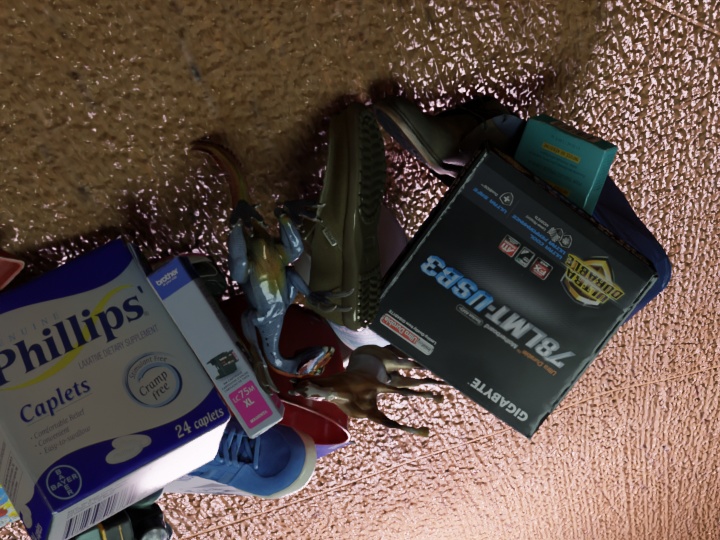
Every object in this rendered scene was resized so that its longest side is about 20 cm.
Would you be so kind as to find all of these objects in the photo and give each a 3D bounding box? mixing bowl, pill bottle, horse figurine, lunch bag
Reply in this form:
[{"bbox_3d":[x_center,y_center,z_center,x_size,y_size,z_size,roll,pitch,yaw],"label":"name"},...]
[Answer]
[{"bbox_3d":[-0.094,0.090,1.785,0.198,0.109,0.200,12,164,3],"label":"mixing bowl"},{"bbox_3d":[0.000,0.000,1.758,0.110,0.111,0.200,-27,153,3],"label":"pill bottle"},{"bbox_3d":[0.024,0.103,1.716,0.200,0.131,0.050,-44,142,-64],"label":"horse figurine"},{"bbox_3d":[0.191,-0.024,1.792,0.136,0.201,0.132,-45,165,31],"label":"lunch bag"}]

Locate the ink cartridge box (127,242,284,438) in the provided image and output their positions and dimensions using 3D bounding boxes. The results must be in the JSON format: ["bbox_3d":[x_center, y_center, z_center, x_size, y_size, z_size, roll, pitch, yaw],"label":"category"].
[{"bbox_3d":[-0.135,0.052,1.614,0.042,0.201,0.119,-35,-179,-2],"label":"ink cartridge box"}]

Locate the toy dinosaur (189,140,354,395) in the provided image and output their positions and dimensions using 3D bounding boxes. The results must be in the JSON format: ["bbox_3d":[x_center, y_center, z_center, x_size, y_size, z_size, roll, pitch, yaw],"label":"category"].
[{"bbox_3d":[-0.071,0.008,1.592,0.104,0.201,0.182,-15,145,-18],"label":"toy dinosaur"}]

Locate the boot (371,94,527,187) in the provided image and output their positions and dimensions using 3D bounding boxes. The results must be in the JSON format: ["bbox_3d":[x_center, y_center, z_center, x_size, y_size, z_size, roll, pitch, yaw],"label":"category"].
[{"bbox_3d":[0.086,-0.135,1.666,0.097,0.075,0.200,-51,145,2],"label":"boot"}]

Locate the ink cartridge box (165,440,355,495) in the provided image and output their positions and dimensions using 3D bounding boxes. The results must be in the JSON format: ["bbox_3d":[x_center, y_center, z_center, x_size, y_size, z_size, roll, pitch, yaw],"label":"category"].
[{"bbox_3d":[-0.126,0.214,1.984,0.198,0.041,0.200,2,166,-17],"label":"ink cartridge box"}]

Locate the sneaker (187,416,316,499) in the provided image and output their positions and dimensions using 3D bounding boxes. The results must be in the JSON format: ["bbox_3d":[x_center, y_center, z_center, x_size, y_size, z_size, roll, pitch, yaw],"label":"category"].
[{"bbox_3d":[-0.143,0.170,1.762,0.199,0.078,0.111,8,173,42],"label":"sneaker"}]

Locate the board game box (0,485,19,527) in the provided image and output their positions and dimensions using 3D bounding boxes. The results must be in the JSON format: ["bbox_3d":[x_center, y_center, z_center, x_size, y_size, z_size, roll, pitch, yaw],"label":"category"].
[{"bbox_3d":[-0.348,0.153,1.742,0.104,0.104,0.200,-23,153,-4],"label":"board game box"}]

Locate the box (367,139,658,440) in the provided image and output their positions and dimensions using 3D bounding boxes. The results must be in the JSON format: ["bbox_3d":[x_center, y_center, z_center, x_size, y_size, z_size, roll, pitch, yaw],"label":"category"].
[{"bbox_3d":[0.133,0.019,1.659,0.199,0.199,0.050,-53,-172,13],"label":"box"}]

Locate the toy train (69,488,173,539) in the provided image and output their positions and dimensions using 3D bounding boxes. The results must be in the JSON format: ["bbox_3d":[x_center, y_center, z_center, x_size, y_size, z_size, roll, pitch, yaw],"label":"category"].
[{"bbox_3d":[-0.268,0.230,1.856,0.113,0.200,0.086,-20,125,-21],"label":"toy train"}]

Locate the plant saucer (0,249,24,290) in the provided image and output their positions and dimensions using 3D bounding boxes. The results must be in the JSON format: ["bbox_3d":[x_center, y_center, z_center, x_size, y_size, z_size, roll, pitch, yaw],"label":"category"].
[{"bbox_3d":[-0.417,0.024,1.532,0.200,0.037,0.199,-40,150,28],"label":"plant saucer"}]

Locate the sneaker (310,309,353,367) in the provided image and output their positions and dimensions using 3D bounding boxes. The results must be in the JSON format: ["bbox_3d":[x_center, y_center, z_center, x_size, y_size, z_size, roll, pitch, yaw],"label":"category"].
[{"bbox_3d":[0.010,0.069,1.924,0.199,0.075,0.106,-31,150,9],"label":"sneaker"}]

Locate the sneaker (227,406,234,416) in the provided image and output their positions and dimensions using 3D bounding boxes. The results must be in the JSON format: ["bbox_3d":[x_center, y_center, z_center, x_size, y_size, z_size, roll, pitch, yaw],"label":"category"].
[{"bbox_3d":[-0.116,0.144,1.951,0.075,0.080,0.199,-14,163,33],"label":"sneaker"}]

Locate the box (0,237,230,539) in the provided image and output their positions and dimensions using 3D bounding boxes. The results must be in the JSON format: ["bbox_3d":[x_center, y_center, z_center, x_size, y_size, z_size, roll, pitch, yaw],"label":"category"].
[{"bbox_3d":[-0.244,0.107,1.599,0.183,0.201,0.105,-27,163,-25],"label":"box"}]

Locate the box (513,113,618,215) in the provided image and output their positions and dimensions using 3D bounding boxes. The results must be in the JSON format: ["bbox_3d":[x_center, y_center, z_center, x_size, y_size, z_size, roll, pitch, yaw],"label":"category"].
[{"bbox_3d":[0.163,-0.037,1.704,0.049,0.082,0.202,-21,133,-66],"label":"box"}]

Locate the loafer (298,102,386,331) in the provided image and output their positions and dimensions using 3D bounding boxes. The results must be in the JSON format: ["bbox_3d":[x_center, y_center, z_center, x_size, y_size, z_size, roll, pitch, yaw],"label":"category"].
[{"bbox_3d":[-0.020,-0.048,1.614,0.067,0.202,0.076,3,-177,20],"label":"loafer"}]

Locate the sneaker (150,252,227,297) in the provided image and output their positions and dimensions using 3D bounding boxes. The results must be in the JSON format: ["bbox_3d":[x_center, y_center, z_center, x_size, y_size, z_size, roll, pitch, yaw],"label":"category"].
[{"bbox_3d":[-0.202,0.065,1.728,0.199,0.087,0.080,-35,153,16],"label":"sneaker"}]
